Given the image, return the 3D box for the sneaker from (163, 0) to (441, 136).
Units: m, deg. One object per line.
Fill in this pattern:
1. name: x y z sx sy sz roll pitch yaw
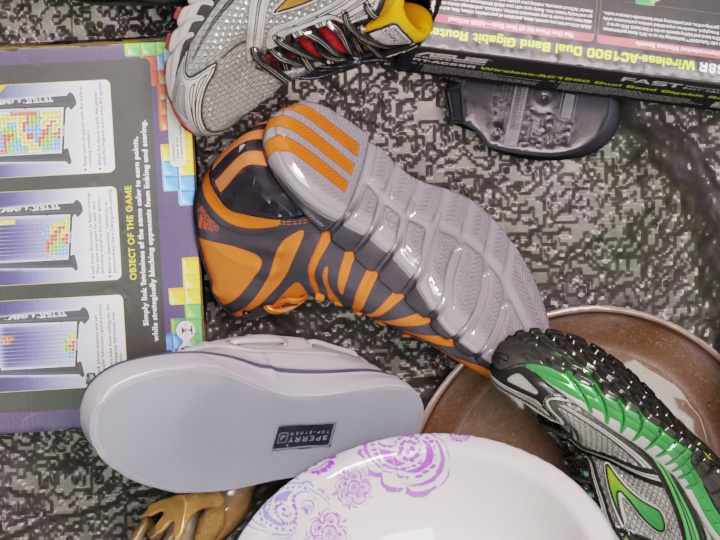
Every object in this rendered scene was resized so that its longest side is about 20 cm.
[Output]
1. sneaker: -0.013 -0.132 1.282 0.200 0.078 0.082 -41 61 16

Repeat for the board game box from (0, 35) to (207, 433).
1. board game box: -0.163 -0.018 1.370 0.165 0.057 0.201 -2 98 -2

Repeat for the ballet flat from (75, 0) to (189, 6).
1. ballet flat: -0.076 -0.162 1.344 0.200 0.068 0.068 -2 78 -38

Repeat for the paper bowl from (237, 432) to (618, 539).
1. paper bowl: 0.034 0.186 1.305 0.200 0.201 0.104 -13 139 -3

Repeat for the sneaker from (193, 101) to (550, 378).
1. sneaker: 0.000 0.000 1.364 0.200 0.078 0.112 41 134 -18

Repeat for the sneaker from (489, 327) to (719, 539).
1. sneaker: 0.132 0.106 1.346 0.085 0.078 0.200 -43 115 6

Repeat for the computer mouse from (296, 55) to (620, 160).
1. computer mouse: 0.037 -0.099 1.391 0.199 0.034 0.059 15 81 0

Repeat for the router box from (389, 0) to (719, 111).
1. router box: 0.121 -0.167 1.355 0.199 0.062 0.150 7 81 -5

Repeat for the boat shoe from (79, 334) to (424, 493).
1. boat shoe: -0.062 0.067 1.333 0.200 0.065 0.074 9 111 -41

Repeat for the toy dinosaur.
1. toy dinosaur: -0.072 0.113 1.397 0.200 0.106 0.060 -46 61 4

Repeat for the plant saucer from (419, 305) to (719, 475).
1. plant saucer: 0.120 0.116 1.419 0.200 0.037 0.201 -1 97 -5
